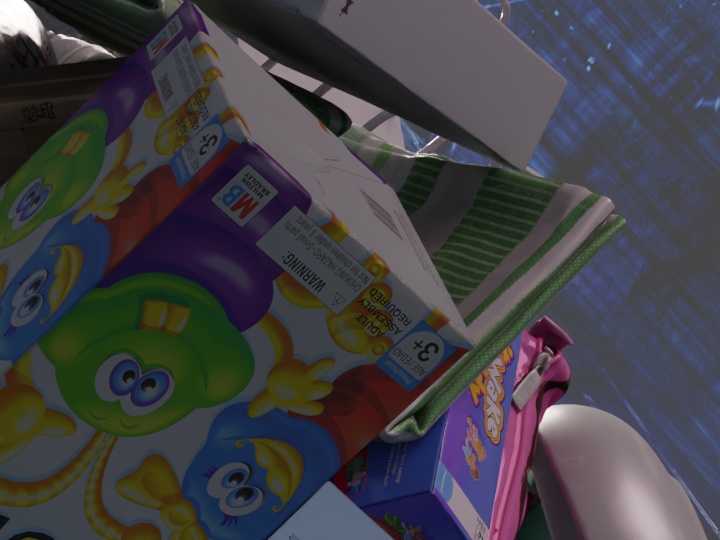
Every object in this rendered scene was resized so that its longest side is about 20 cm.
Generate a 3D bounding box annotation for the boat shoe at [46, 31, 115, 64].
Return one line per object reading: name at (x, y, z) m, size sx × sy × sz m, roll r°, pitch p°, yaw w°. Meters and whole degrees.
boat shoe at (-0.159, -0.073, 0.990) m, size 0.064 × 0.075 × 0.202 m, roll 33°, pitch -11°, yaw 2°

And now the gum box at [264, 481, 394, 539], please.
gum box at (0.015, 0.184, 0.632) m, size 0.200 × 0.045 × 0.170 m, roll 40°, pitch 33°, yaw 8°

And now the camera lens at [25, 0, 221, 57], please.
camera lens at (-0.114, -0.120, 1.195) m, size 0.200 × 0.160 × 0.160 m, roll 43°, pitch 10°, yaw -19°

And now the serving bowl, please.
serving bowl at (0.144, 0.157, 0.984) m, size 0.200 × 0.065 × 0.202 m, roll 161°, pitch -90°, yaw -90°

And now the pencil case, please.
pencil case at (0.045, 0.116, 0.877) m, size 0.091 × 0.093 × 0.201 m, roll 37°, pitch 49°, yaw -31°

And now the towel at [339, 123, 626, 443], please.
towel at (0.000, 0.000, 0.840) m, size 0.199 × 0.153 × 0.023 m, roll 20°, pitch -31°, yaw 50°

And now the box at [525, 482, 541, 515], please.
box at (-0.004, 0.077, 1.073) m, size 0.100 × 0.095 × 0.200 m, roll 31°, pitch 19°, yaw -54°

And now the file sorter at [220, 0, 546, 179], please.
file sorter at (0.015, -0.106, 1.082) m, size 0.138 × 0.124 × 0.201 m, roll 27°, pitch 40°, yaw -38°

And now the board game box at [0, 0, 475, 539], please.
board game box at (-0.081, 0.035, 0.596) m, size 0.103 × 0.200 × 0.105 m, roll 40°, pitch 12°, yaw -30°

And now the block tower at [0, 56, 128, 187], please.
block tower at (-0.092, 0.016, 0.744) m, size 0.054 × 0.057 × 0.202 m, roll -75°, pitch 157°, yaw -60°

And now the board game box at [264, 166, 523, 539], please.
board game box at (-0.001, 0.051, 0.843) m, size 0.045 × 0.134 × 0.201 m, roll 56°, pitch 32°, yaw -31°

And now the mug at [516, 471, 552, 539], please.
mug at (0.128, 0.175, 1.199) m, size 0.185 × 0.114 × 0.152 m, roll 45°, pitch 10°, yaw -5°

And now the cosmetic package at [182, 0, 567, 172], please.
cosmetic package at (-0.018, -0.114, 0.800) m, size 0.150 × 0.052 × 0.200 m, roll 30°, pitch 1°, yaw 29°

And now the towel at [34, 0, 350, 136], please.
towel at (-0.095, -0.106, 0.776) m, size 0.152 × 0.024 × 0.200 m, roll 28°, pitch -1°, yaw 22°

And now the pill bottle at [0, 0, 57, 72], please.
pill bottle at (-0.182, -0.056, 0.789) m, size 0.112 × 0.112 × 0.200 m, roll 43°, pitch 10°, yaw -18°
